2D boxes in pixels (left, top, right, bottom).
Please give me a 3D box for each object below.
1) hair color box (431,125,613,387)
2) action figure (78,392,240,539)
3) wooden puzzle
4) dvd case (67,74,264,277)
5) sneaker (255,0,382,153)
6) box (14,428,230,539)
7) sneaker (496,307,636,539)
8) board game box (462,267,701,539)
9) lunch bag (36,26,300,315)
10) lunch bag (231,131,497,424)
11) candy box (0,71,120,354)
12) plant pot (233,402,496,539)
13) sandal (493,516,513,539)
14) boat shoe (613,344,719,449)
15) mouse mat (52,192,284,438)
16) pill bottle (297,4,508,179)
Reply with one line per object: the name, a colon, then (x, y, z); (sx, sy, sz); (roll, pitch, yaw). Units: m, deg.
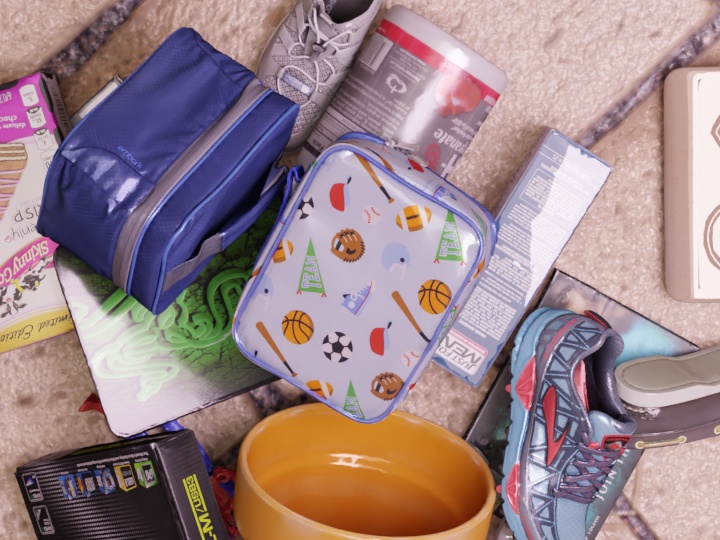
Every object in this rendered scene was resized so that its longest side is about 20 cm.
hair color box: (0.119, -0.013, 1.440); (0.060, 0.100, 0.201); (32, 96, 0)
action figure: (-0.140, 0.165, 1.471); (0.200, 0.099, 0.065); (43, 97, -4)
wooden puzzle: (0.341, -0.070, 1.457); (0.198, 0.046, 0.187); (-1, 95, 7)
dvd case: (-0.184, -0.036, 1.490); (0.146, 0.022, 0.200); (-42, 94, 5)
sneaker: (-0.034, -0.187, 1.438); (0.074, 0.082, 0.201); (25, 98, 0)
box: (-0.176, 0.231, 1.445); (0.199, 0.047, 0.195); (-13, 94, 46)
sneaker: (0.160, 0.130, 1.383); (0.095, 0.079, 0.202); (2, 93, 43)
board game box: (0.169, 0.117, 1.486); (0.135, 0.028, 0.201); (28, 96, -1)
lunch bag: (-0.132, -0.074, 1.381); (0.132, 0.136, 0.200); (36, 58, 6)
lunch bag: (0.000, 0.000, 1.359); (0.160, 0.076, 0.201); (31, 109, 5)
candy box: (-0.279, -0.041, 1.452); (0.135, 0.061, 0.201); (-18, 95, 3)
plant pot: (-0.007, 0.231, 1.430); (0.198, 0.200, 0.185); (10, 114, 1)
sandal: (0.121, 0.270, 1.491); (0.082, 0.050, 0.204); (10, 113, -21)
boat shoe: (0.286, 0.100, 1.447); (0.200, 0.072, 0.061); (-5, 118, -21)
mouse mat: (-0.130, 0.026, 1.449); (0.199, 0.008, 0.162); (-20, 95, -21)
pill bottle: (0.020, -0.096, 1.431); (0.110, 0.111, 0.201); (32, 96, -1)
